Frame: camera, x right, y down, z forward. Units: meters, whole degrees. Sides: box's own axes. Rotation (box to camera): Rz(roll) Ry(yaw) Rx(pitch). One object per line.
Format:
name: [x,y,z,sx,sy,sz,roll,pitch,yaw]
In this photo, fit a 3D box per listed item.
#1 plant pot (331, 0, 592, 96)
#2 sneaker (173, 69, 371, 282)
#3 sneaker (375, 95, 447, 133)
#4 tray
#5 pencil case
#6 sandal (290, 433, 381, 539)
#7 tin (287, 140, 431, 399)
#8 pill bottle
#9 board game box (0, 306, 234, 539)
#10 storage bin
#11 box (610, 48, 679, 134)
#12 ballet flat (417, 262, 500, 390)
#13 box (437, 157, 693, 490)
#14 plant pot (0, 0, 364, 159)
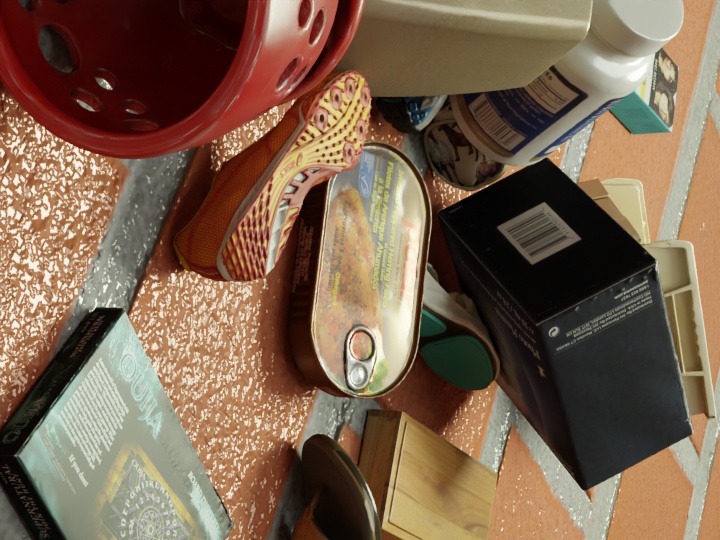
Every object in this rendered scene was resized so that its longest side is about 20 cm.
plant pot: [0.070,-0.232,1.230,0.200,0.176,0.202,145,-44,-71]
sneaker: [-0.061,-0.075,1.177,0.200,0.077,0.073,-50,133,-31]
sneaker: [0.062,-0.205,1.414,0.087,0.074,0.202,38,58,-61]
tray: [0.059,0.196,1.445,0.200,0.037,0.099,38,58,-55]
pencil case: [0.123,-0.168,1.512,0.090,0.077,0.201,80,29,-45]
sandal: [-0.029,0.226,1.272,0.054,0.081,0.202,-6,104,-38]
tin: [0.000,0.000,1.305,0.111,0.042,0.202,16,76,-35]
pill bottle: [0.167,-0.174,1.359,0.110,0.200,0.112,14,61,-26]
board game box: [-0.154,0.143,1.075,0.136,0.028,0.201,-58,137,-43]
storage bin: [0.271,0.027,1.671,0.200,0.093,0.200,-103,-179,-69]
box: [0.292,-0.222,1.838,0.200,0.049,0.083,30,64,-57]
ballet flat: [0.068,0.037,1.437,0.200,0.069,0.070,42,55,-49]
box: [0.178,0.046,1.463,0.123,0.200,0.199,-27,126,-8]
plant pot: [-0.100,-0.176,0.999,0.182,0.199,0.202,-21,108,-61]
